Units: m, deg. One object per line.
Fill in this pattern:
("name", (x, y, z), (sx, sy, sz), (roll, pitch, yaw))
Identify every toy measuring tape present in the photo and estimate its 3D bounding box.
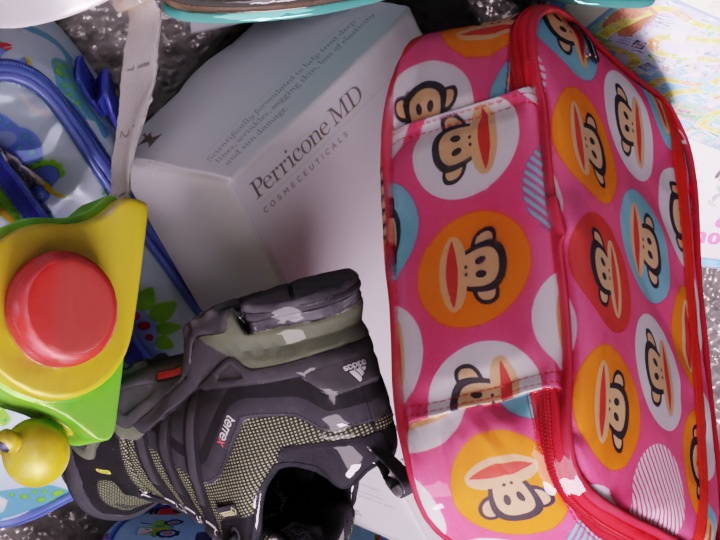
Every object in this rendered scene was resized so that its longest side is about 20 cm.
("toy measuring tape", (-0.117, -0.021, 1.017), (0.073, 0.074, 0.202), (8, 78, -9))

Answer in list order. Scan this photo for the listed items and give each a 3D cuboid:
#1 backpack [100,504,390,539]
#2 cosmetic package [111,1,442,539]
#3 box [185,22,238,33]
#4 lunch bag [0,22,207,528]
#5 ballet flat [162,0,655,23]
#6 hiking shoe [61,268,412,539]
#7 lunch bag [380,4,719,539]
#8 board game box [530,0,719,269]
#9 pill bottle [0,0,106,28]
("backpack", (-0.039, 0.162, 1.184), (0.199, 0.183, 0.135), (18, 113, -2))
("cosmetic package", (0.000, 0.000, 1.103), (0.113, 0.081, 0.201), (-46, 127, -24))
("box", (-0.014, -0.198, 1.024), (0.155, 0.041, 0.201), (-13, 124, 3))
("lunch bag", (-0.147, -0.001, 1.121), (0.160, 0.083, 0.201), (-26, 122, 9))
("ballet flat", (0.021, -0.132, 1.013), (0.198, 0.068, 0.069), (-4, 114, -15))
("hiking shoe", (-0.052, 0.076, 1.038), (0.075, 0.101, 0.200), (-14, 168, -34))
("lunch bag", (0.079, 0.018, 1.027), (0.081, 0.201, 0.176), (-13, 156, 26))
("board game box", (0.162, -0.064, 1.128), (0.198, 0.034, 0.135), (6, 122, -8))
("pill bottle", (-0.134, -0.191, 0.947), (0.111, 0.112, 0.201), (-17, 116, 7))
